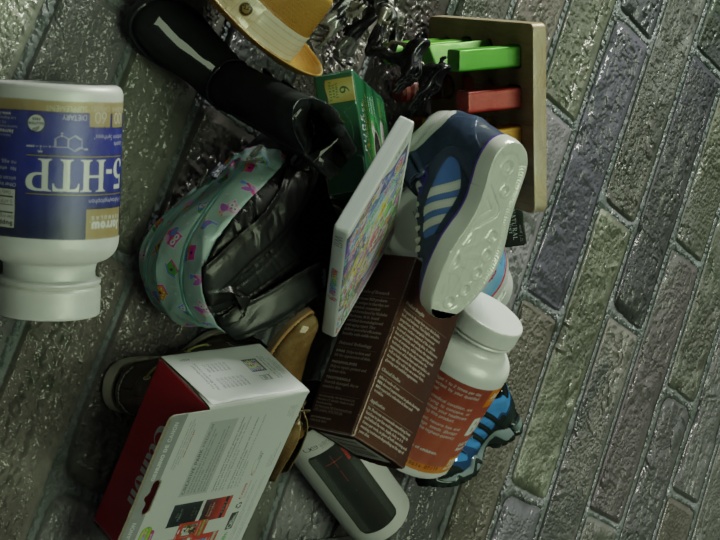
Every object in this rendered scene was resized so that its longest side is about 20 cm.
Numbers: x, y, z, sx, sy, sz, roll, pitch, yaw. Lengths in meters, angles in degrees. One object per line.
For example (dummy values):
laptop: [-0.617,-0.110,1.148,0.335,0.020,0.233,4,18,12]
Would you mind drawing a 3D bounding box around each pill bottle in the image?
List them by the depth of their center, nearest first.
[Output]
pill bottle: [-0.267,-0.062,1.333,0.120,0.120,0.200,-6,102,-47]
pill bottle: [0.095,0.124,1.713,0.112,0.112,0.200,1,127,-48]
pill bottle: [0.103,-0.015,1.743,0.200,0.109,0.109,43,65,-58]

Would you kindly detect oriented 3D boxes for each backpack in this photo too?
backpack: [-0.115,-0.023,1.502,0.200,0.127,0.167,-47,128,-35]

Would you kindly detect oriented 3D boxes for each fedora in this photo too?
fedora: [-0.089,-0.271,1.439,0.082,0.201,0.201,-43,138,14]

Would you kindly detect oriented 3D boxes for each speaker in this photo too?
speaker: [-0.023,0.209,1.683,0.081,0.081,0.200,-54,132,-26]

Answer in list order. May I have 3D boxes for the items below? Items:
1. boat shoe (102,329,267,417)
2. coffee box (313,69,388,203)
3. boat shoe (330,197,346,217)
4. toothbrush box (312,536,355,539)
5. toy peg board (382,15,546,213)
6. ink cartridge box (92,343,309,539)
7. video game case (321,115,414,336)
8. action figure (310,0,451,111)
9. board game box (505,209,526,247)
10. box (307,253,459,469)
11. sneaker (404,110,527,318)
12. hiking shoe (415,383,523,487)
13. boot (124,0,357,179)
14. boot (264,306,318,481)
boat shoe: [-0.159,0.103,1.527,0.200,0.059,0.072,-11,105,-46]
coffee box: [-0.003,-0.129,1.579,0.200,0.044,0.123,6,76,-81]
boat shoe: [0.000,0.000,1.676,0.063,0.071,0.200,-50,131,-39]
toothbrush box: [-0.036,0.401,1.700,0.146,0.085,0.200,6,91,-48]
toy peg board: [0.104,-0.171,1.681,0.098,0.200,0.199,-9,105,-29]
ink cartridge box: [-0.167,0.178,1.455,0.176,0.084,0.200,-4,127,-49]
video game case: [0.006,-0.039,1.499,0.143,0.018,0.200,-60,169,-29]
action figure: [-0.001,-0.255,1.588,0.102,0.200,0.119,-43,157,13]
board game box: [0.165,-0.141,1.798,0.135,0.028,0.200,-86,169,-73]
box: [0.027,0.092,1.608,0.100,0.075,0.200,39,68,-45]
sneaker: [0.079,-0.066,1.580,0.081,0.146,0.200,14,101,-44]
hiking shoe: [0.119,0.191,1.851,0.200,0.074,0.087,-34,114,-50]
boot: [-0.110,-0.171,1.417,0.066,0.200,0.165,-53,135,2]
boot: [-0.073,0.126,1.549,0.074,0.075,0.200,-27,147,-53]
